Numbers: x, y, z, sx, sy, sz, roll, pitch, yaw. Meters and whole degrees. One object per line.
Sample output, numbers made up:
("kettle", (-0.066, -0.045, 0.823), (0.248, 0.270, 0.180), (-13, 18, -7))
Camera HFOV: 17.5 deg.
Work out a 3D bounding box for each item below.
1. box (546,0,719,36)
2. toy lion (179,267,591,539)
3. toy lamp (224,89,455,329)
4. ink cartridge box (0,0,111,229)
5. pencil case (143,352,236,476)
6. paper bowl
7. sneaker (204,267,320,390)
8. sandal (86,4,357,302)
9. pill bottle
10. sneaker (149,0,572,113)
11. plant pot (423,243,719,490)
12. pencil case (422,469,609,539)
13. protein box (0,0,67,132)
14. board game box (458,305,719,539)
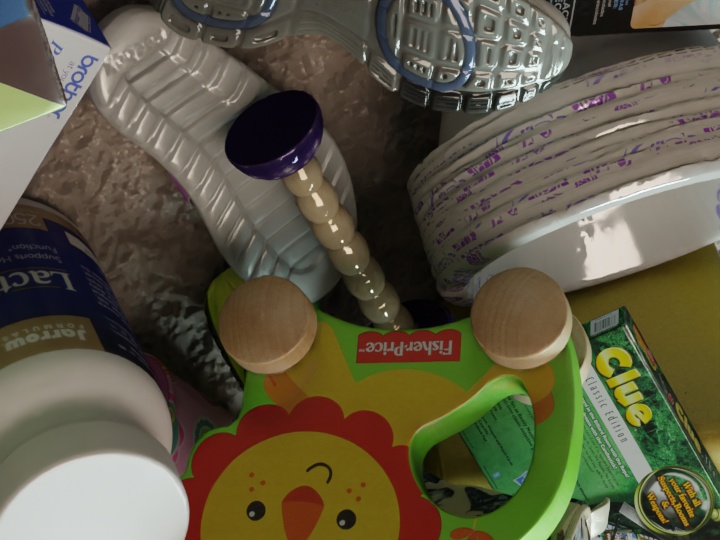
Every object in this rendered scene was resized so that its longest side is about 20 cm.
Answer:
("box", (0.155, -0.168, 1.147), (0.198, 0.117, 0.061), (-4, 122, -22))
("toy lion", (0.004, 0.101, 1.088), (0.198, 0.193, 0.069), (-3, 157, 16))
("toy lamp", (0.000, 0.000, 1.169), (0.058, 0.058, 0.200), (-33, 128, 0))
("ink cartridge box", (-0.193, -0.050, 1.076), (0.044, 0.094, 0.201), (20, 113, -35))
("pencil case", (-0.082, 0.127, 1.268), (0.087, 0.088, 0.200), (-39, 130, 5))
("paper bowl", (0.119, -0.062, 1.180), (0.199, 0.105, 0.201), (-18, 168, -4))
("sneaker", (-0.007, 0.075, 1.248), (0.083, 0.074, 0.201), (-33, 112, -13))
("sandal", (-0.068, -0.063, 1.162), (0.083, 0.050, 0.203), (-47, 128, -10))
("pill bottle", (-0.155, 0.063, 1.107), (0.115, 0.200, 0.116), (-13, 129, -17))
("sneaker", (0.004, -0.135, 1.071), (0.199, 0.087, 0.075), (18, 126, 2))
("plant pot", (0.120, 0.107, 1.292), (0.175, 0.201, 0.201), (-7, 128, -4))
("pencil case", (0.020, 0.128, 1.148), (0.089, 0.199, 0.078), (-45, 141, -49))
("protein box", (-0.248, -0.132, 0.917), (0.197, 0.200, 0.136), (-22, 131, -10))
("board game box", (0.132, 0.121, 1.173), (0.104, 0.024, 0.201), (-23, 112, 20))
